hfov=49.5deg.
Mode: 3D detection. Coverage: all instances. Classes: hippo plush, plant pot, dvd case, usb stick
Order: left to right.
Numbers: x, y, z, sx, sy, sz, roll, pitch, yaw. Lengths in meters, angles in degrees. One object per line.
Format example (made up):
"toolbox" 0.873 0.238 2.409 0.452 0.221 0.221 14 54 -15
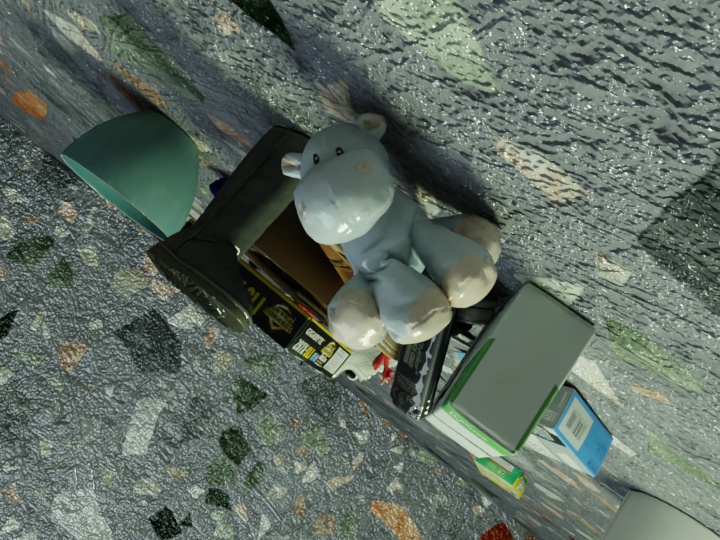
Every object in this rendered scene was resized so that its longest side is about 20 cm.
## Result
"plant pot" -0.316 -0.154 1.151 0.199 0.135 0.200 35 168 8
"hippo plush" 0.025 -0.052 0.660 0.201 0.158 0.162 -82 -29 -56
"dvd case" 0.080 0.081 1.137 0.148 0.016 0.200 29 170 -15
"usb stick" 0.071 0.062 0.810 0.032 0.202 0.055 -14 -145 -43

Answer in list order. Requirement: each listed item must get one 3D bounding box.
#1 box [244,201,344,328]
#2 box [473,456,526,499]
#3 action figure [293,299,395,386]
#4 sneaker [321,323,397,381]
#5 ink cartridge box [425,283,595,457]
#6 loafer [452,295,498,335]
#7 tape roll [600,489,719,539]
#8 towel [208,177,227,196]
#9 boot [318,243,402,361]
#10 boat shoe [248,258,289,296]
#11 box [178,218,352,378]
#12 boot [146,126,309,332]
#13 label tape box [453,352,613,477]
"box" -0.059 -0.021 0.930 0.163 0.021 0.200 40 -156 -12
"box" 0.352 0.507 1.943 0.117 0.049 0.200 31 164 26
"action figure" -0.002 0.100 1.036 0.198 0.100 0.065 8 170 -19
"sneaker" 0.016 0.123 1.162 0.199 0.082 0.075 10 -178 -41
"ink cartridge box" 0.147 0.113 0.816 0.083 0.147 0.200 34 167 7
"loafer" 0.096 0.051 0.888 0.071 0.064 0.200 6 -178 -19
"tape roll" 0.471 0.459 1.206 0.202 0.140 0.203 34 168 8
"towel" -0.143 -0.059 1.223 0.147 0.050 0.200 23 162 45
"boot" 0.000 0.000 0.888 0.201 0.076 0.155 55 175 -16
"boat shoe" -0.060 0.011 1.061 0.199 0.075 0.073 27 165 -37
"box" -0.115 0.036 0.910 0.199 0.049 0.160 37 176 24
"boot" -0.104 -0.049 0.787 0.181 0.200 0.073 34 157 39
"label tape box" 0.220 0.190 1.056 0.199 0.066 0.143 13 155 47
